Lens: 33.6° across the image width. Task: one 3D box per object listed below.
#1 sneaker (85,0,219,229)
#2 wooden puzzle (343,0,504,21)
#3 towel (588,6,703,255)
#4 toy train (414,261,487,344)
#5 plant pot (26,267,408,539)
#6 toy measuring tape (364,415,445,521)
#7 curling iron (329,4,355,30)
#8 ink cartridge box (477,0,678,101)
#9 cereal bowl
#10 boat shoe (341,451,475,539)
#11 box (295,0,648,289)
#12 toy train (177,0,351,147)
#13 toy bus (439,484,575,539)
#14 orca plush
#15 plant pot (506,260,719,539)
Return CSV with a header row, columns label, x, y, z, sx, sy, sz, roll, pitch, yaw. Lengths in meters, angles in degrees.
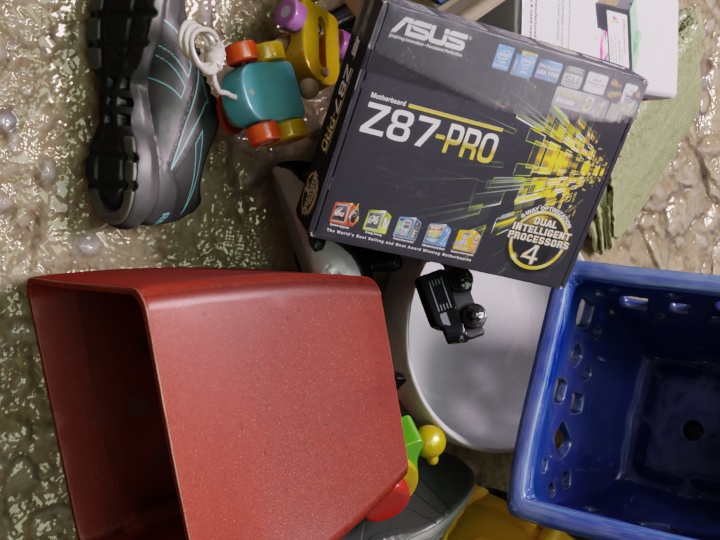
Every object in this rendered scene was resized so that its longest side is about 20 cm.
label,x,y,z,sx,sy,sz,roll,pitch,yaw
sneaker,-0.141,-0.128,0.819,0.079,0.075,0.201,0,98,-48
wooden puzzle,0.065,-0.254,0.837,0.200,0.185,0.046,-37,140,8
towel,0.250,-0.124,1.061,0.200,0.036,0.149,-55,152,-19
toy train,0.041,-0.039,0.879,0.046,0.034,0.201,-19,77,-1
plant pot,-0.083,0.086,0.773,0.176,0.200,0.201,-15,100,-32
toy measuring tape,-0.027,0.166,0.890,0.199,0.074,0.074,-22,105,-7
curling iron,0.024,-0.227,0.941,0.200,0.026,0.050,-34,141,-19
ink cartridge box,0.135,-0.179,0.935,0.200,0.145,0.084,-1,93,-43
cereal bowl,0.094,0.044,0.966,0.200,0.083,0.201,-2,93,-35
boat shoe,0.009,0.214,0.928,0.202,0.074,0.065,-37,146,-30
box,0.074,-0.083,0.803,0.199,0.049,0.162,12,108,-21
toy train,-0.076,-0.174,0.840,0.150,0.055,0.200,48,43,-31
toy bus,0.162,0.276,0.957,0.200,0.192,0.136,42,68,-29
orca plush,0.000,0.000,0.860,0.071,0.200,0.105,-18,143,-10
plant pot,0.246,0.113,0.910,0.180,0.199,0.201,24,76,-62
